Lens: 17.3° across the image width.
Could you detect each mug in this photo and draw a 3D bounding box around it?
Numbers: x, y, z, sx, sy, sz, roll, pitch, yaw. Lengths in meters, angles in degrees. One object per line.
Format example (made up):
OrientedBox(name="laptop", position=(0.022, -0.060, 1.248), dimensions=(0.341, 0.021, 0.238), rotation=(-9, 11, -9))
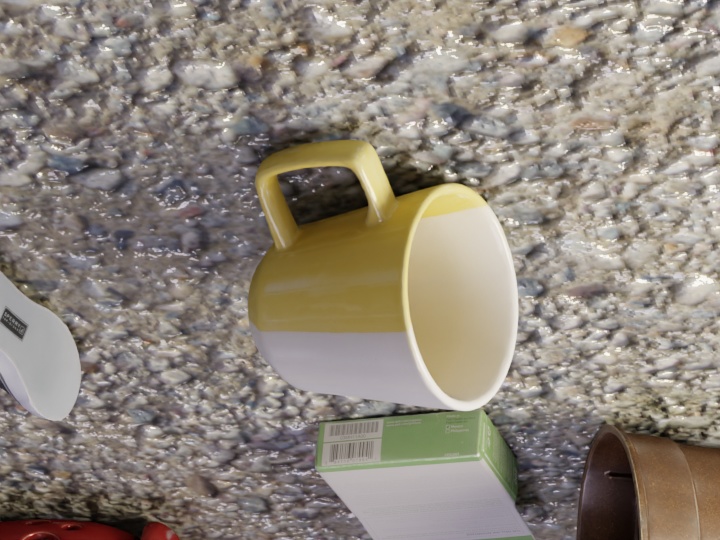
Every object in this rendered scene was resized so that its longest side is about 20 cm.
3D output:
OrientedBox(name="mug", position=(0.005, 0.004, 1.617), dimensions=(0.152, 0.188, 0.149), rotation=(-5, -177, 34))

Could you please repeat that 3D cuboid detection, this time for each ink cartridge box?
OrientedBox(name="ink cartridge box", position=(0.063, 0.185, 1.972), dimensions=(0.144, 0.048, 0.200), rotation=(-6, 149, 20))

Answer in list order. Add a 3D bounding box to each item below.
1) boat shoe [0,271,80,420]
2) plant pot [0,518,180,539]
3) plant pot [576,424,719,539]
OrientedBox(name="boat shoe", position=(-0.278, 0.049, 1.780), dimensions=(0.066, 0.070, 0.200), rotation=(10, 158, 28))
OrientedBox(name="plant pot", position=(-0.242, 0.319, 2.112), dimensions=(0.181, 0.202, 0.201), rotation=(-5, 150, 3))
OrientedBox(name="plant pot", position=(0.289, 0.224, 1.876), dimensions=(0.196, 0.202, 0.201), rotation=(2, 151, -8))
